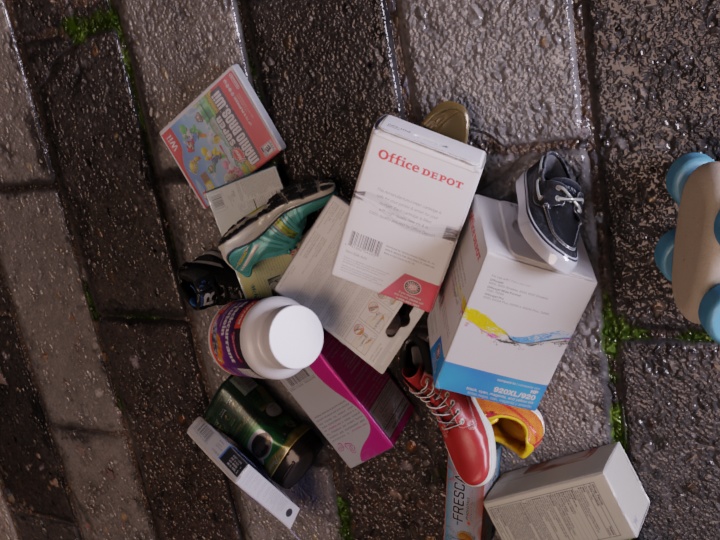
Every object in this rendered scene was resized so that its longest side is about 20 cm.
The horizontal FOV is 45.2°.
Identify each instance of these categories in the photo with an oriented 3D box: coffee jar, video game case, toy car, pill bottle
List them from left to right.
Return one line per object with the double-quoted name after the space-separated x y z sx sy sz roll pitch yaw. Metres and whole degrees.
-0.216 -0.202 1.334 0.198 0.017 0.145 -30 93 37 "video game case"
-0.161 0.267 1.453 0.199 0.085 0.105 40 114 12 "coffee jar"
-0.131 0.094 1.206 0.199 0.110 0.114 -8 107 60 "pill bottle"
0.447 -0.028 0.933 0.194 0.185 0.181 1 113 0 "toy car"

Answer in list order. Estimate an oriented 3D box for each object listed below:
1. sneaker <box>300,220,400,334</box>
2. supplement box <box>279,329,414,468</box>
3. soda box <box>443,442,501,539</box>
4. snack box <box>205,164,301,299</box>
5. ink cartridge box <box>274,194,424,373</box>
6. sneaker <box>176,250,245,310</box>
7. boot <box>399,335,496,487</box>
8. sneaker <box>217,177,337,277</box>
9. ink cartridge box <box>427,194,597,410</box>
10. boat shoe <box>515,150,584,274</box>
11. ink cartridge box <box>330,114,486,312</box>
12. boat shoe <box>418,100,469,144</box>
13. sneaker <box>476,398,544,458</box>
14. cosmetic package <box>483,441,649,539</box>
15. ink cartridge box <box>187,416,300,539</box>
0.000 0.000 1.258 0.088 0.075 0.201 -44 83 24 "sneaker"
-0.025 0.180 1.310 0.100 0.103 0.202 -32 98 36 "supplement box"
0.166 0.322 1.285 0.062 0.068 0.205 13 116 26 "soda box"
-0.145 -0.044 1.310 0.114 0.037 0.204 -20 101 0 "snack box"
-0.002 0.018 1.211 0.198 0.057 0.164 36 99 7 "ink cartridge box"
-0.205 0.041 1.371 0.196 0.112 0.075 21 121 23 "sneaker"
0.109 0.188 1.147 0.071 0.143 0.204 -25 69 27 "boot"
-0.113 -0.066 1.261 0.198 0.078 0.080 -33 111 10 "sneaker"
0.182 0.039 1.082 0.141 0.148 0.203 14 121 -7 "ink cartridge box"
0.230 -0.075 1.011 0.071 0.202 0.068 30 121 -14 "boat shoe"
0.060 -0.074 1.091 0.143 0.085 0.204 20 116 5 "ink cartridge box"
0.090 -0.132 1.143 0.072 0.065 0.203 23 113 1 "boat shoe"
0.167 0.191 1.226 0.197 0.077 0.074 25 123 23 "sneaker"
0.284 0.323 1.201 0.198 0.087 0.105 -25 95 37 "cosmetic package"
-0.187 0.353 1.464 0.197 0.043 0.201 25 156 52 "ink cartridge box"
